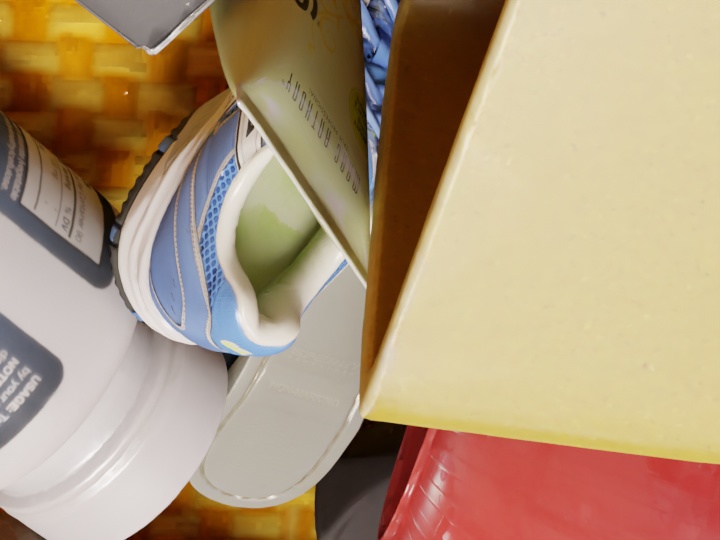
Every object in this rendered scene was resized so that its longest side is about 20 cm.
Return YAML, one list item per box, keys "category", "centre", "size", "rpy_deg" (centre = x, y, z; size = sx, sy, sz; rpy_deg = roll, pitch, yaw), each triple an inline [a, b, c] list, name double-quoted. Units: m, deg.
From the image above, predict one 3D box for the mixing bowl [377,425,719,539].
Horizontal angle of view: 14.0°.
- category: "mixing bowl"
  centre: [0.071, 0.059, 0.937]
  size: [0.108, 0.201, 0.201]
  rpy_deg: [20, 126, -3]

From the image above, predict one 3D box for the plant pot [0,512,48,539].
- category: "plant pot"
  centre: [-0.101, 0.181, 1.055]
  size: [0.200, 0.201, 0.175]
  rpy_deg: [-34, 118, 20]

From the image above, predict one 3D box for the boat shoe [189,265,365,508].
- category: "boat shoe"
  centre: [0.000, 0.000, 1.009]
  size: [0.074, 0.062, 0.200]
  rpy_deg: [15, 130, -25]

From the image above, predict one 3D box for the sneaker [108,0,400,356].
- category: "sneaker"
  centre: [-0.001, -0.059, 0.916]
  size: [0.075, 0.077, 0.201]
  rpy_deg: [26, 93, -30]

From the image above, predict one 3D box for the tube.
- category: "tube"
  centre: [-0.022, -0.085, 0.844]
  size: [0.058, 0.201, 0.052]
  rpy_deg: [14, 129, -18]

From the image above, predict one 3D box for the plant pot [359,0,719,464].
- category: "plant pot"
  centre: [0.124, -0.067, 0.761]
  size: [0.199, 0.196, 0.195]
  rpy_deg: [15, 125, -7]

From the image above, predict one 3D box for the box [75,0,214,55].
- category: "box"
  centre: [-0.116, -0.171, 0.787]
  size: [0.044, 0.161, 0.200]
  rpy_deg: [-38, 126, 24]

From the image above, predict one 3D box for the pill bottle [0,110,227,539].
- category: "pill bottle"
  centre: [-0.142, 0.005, 0.957]
  size: [0.119, 0.120, 0.200]
  rpy_deg: [-35, 125, 21]

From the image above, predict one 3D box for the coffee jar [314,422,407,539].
- category: "coffee jar"
  centre: [0.062, 0.134, 1.113]
  size: [0.104, 0.086, 0.200]
  rpy_deg: [-19, 130, 16]
